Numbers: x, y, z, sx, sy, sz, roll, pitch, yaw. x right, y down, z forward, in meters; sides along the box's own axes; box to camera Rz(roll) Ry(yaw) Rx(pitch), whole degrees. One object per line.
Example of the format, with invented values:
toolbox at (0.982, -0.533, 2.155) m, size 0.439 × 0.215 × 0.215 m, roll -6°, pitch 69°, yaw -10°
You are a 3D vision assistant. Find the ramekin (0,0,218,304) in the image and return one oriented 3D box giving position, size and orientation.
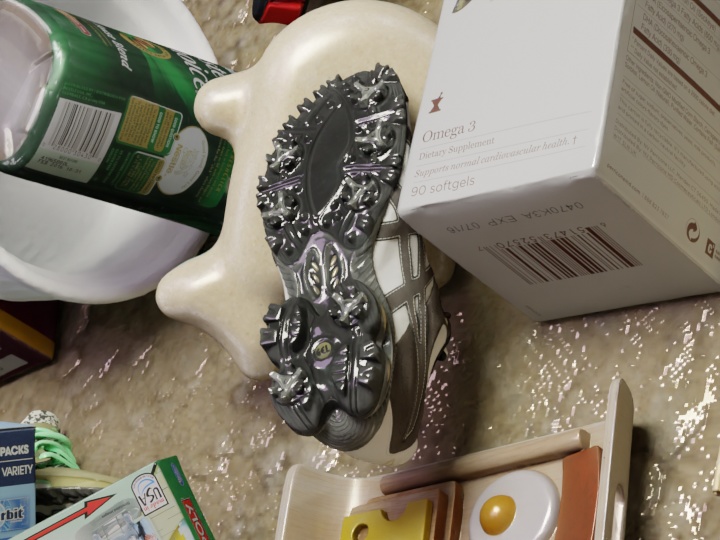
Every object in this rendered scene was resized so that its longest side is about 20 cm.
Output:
ramekin at (-0.178, -0.076, 1.395) m, size 0.097 × 0.200 × 0.201 m, roll -11°, pitch 55°, yaw 49°

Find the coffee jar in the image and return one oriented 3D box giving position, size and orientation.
coffee jar at (-0.109, -0.075, 1.318) m, size 0.104 × 0.199 × 0.086 m, roll 37°, pitch 106°, yaw 50°

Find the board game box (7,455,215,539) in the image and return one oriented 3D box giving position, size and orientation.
board game box at (-0.147, 0.195, 1.217) m, size 0.199 × 0.029 × 0.135 m, roll -29°, pitch 83°, yaw 16°

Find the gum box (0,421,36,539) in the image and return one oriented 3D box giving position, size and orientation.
gum box at (-0.238, 0.177, 1.318) m, size 0.169 × 0.044 × 0.201 m, roll 2°, pitch 94°, yaw 46°

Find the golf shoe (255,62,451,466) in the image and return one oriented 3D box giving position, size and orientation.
golf shoe at (0.000, 0.000, 1.179) m, size 0.077 × 0.094 × 0.201 m, roll -10°, pitch 57°, yaw 27°

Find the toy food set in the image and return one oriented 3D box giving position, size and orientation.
toy food set at (0.036, 0.135, 1.133) m, size 0.199 × 0.060 × 0.144 m, roll -17°, pitch 53°, yaw 36°

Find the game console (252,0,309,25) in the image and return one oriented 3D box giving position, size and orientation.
game console at (-0.026, -0.253, 1.402) m, size 0.201 × 0.031 × 0.177 m, roll -87°, pitch 11°, yaw -47°

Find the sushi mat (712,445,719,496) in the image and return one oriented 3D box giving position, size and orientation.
sushi mat at (0.209, 0.005, 1.091) m, size 0.095 × 0.012 × 0.201 m, roll -8°, pitch 58°, yaw 39°

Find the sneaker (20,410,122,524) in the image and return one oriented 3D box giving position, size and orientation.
sneaker at (-0.183, 0.110, 1.366) m, size 0.199 × 0.077 × 0.089 m, roll -3°, pitch 50°, yaw 40°

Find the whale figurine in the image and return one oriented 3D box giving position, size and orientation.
whale figurine at (-0.019, -0.043, 1.274) m, size 0.200 × 0.159 × 0.104 m, roll -55°, pitch 1°, yaw 5°

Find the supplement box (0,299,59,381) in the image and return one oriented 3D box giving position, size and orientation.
supplement box at (-0.242, -0.030, 1.504) m, size 0.110 × 0.086 × 0.201 m, roll -23°, pitch 49°, yaw 33°

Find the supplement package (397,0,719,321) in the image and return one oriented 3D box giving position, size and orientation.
supplement package at (0.112, -0.095, 1.177) m, size 0.117 × 0.117 × 0.201 m, roll -12°, pitch 55°, yaw 40°
